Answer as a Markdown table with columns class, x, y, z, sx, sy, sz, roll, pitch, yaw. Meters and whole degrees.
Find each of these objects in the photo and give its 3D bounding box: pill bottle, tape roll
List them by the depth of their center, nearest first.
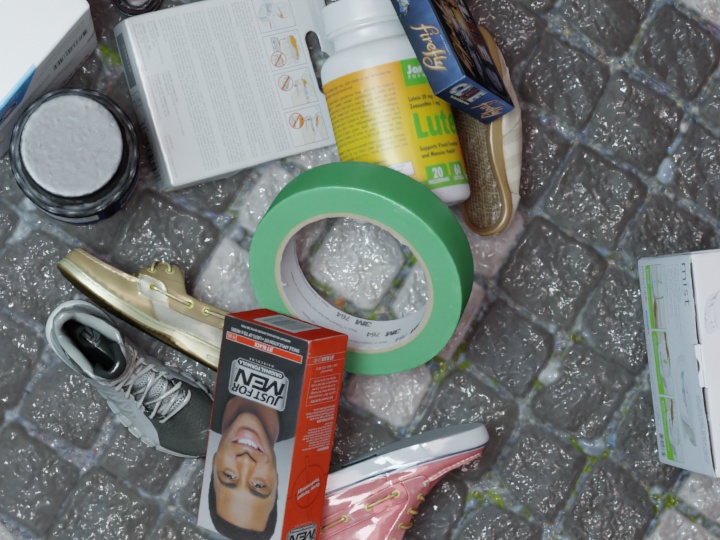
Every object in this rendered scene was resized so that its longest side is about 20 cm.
| class | x | y | z | sx | sy | sz | roll | pitch | yaw |
| --- | --- | --- | --- | --- | --- | --- | --- | --- | --- |
| pill bottle | -0.247 | -0.099 | 1.560 | 0.111 | 0.200 | 0.113 | 0 | 88 | -7 |
| tape roll | 0.000 | 0.000 | 1.605 | 0.199 | 0.048 | 0.201 | 10 | 126 | 14 |
| pill bottle | 0.026 | -0.150 | 1.642 | 0.110 | 0.111 | 0.201 | -13 | 89 | -8 |

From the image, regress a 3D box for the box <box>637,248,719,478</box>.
| class | x | y | z | sx | sy | sz | roll | pitch | yaw |
| --- | --- | --- | --- | --- | --- | --- | --- | --- | --- |
| box | 0.328 | 0.080 | 1.643 | 0.096 | 0.176 | 0.201 | -6 | 88 | -7 |

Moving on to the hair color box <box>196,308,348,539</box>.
| class | x | y | z | sx | sy | sz | roll | pitch | yaw |
| --- | --- | --- | --- | --- | --- | --- | --- | --- | --- |
| hair color box | -0.079 | 0.144 | 1.600 | 0.101 | 0.061 | 0.201 | 15 | 104 | 34 |

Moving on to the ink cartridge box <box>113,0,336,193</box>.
| class | x | y | z | sx | sy | sz | roll | pitch | yaw |
| --- | --- | --- | --- | --- | --- | --- | --- | --- | --- |
| ink cartridge box | -0.115 | -0.175 | 1.670 | 0.199 | 0.050 | 0.163 | -16 | 90 | -26 |

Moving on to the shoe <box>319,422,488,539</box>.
| class | x | y | z | sx | sy | sz | roll | pitch | yaw |
| --- | --- | --- | --- | --- | --- | --- | --- | --- | --- |
| shoe | 0.033 | 0.211 | 1.656 | 0.199 | 0.071 | 0.091 | -19 | 92 | -2 |

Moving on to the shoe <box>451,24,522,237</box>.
| class | x | y | z | sx | sy | sz | roll | pitch | yaw |
| --- | --- | --- | --- | --- | --- | --- | --- | --- | --- |
| shoe | 0.116 | -0.130 | 1.688 | 0.070 | 0.053 | 0.201 | -7 | 85 | 33 |

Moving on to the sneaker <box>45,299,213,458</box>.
| class | x | y | z | sx | sy | sz | roll | pitch | yaw |
| --- | --- | --- | --- | --- | --- | --- | --- | --- | --- |
| sneaker | -0.202 | 0.103 | 1.602 | 0.200 | 0.115 | 0.075 | 37 | 84 | -5 |

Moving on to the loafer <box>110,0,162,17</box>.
| class | x | y | z | sx | sy | sz | roll | pitch | yaw |
| --- | --- | --- | --- | --- | --- | --- | --- | --- | --- |
| loafer | -0.198 | -0.335 | 1.643 | 0.071 | 0.063 | 0.201 | 9 | 87 | -7 |

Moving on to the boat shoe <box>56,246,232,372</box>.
| class | x | y | z | sx | sy | sz | roll | pitch | yaw |
| --- | --- | --- | --- | --- | --- | --- | --- | --- | --- |
| boat shoe | -0.180 | 0.027 | 1.634 | 0.199 | 0.074 | 0.067 | 31 | 81 | -16 |

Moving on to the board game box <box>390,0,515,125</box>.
| class | x | y | z | sx | sy | sz | roll | pitch | yaw |
| --- | --- | --- | --- | --- | --- | --- | --- | --- | --- |
| board game box | 0.065 | -0.237 | 1.612 | 0.034 | 0.135 | 0.201 | -29 | 73 | 18 |

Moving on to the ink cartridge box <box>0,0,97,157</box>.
| class | x | y | z | sx | sy | sz | roll | pitch | yaw |
| --- | --- | --- | --- | --- | --- | --- | --- | --- | --- |
| ink cartridge box | -0.330 | -0.205 | 1.553 | 0.146 | 0.200 | 0.147 | 40 | 84 | -3 |
